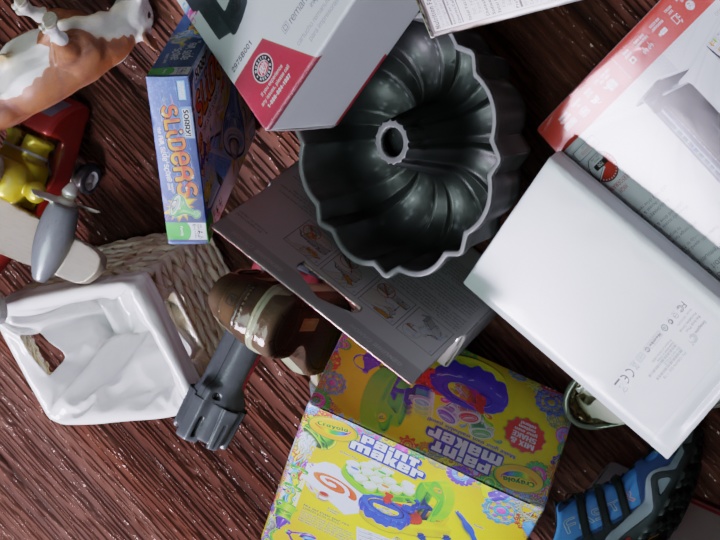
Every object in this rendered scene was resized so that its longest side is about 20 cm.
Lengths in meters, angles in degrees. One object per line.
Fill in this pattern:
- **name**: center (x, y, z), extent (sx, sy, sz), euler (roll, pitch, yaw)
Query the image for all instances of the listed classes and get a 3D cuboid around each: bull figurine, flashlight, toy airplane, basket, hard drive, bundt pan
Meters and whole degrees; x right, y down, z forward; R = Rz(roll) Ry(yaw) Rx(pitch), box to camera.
- **bull figurine**: center (-0.265, -0.181, 1.393), extent (0.199, 0.121, 0.066), euler (-33, 64, 14)
- **flashlight**: center (-0.088, 0.054, 1.411), extent (0.067, 0.068, 0.202), euler (24, 98, -17)
- **toy airplane**: center (-0.327, -0.057, 1.472), extent (0.198, 0.201, 0.141), euler (-16, 151, 6)
- **basket**: center (-0.211, 0.048, 1.517), extent (0.198, 0.123, 0.137), euler (-9, 115, 38)
- **hard drive**: center (0.184, 0.026, 1.207), extent (0.200, 0.027, 0.132), euler (41, 126, 10)
- **bundt pan**: center (0.046, -0.098, 1.251), extent (0.200, 0.075, 0.205), euler (8, 101, 40)

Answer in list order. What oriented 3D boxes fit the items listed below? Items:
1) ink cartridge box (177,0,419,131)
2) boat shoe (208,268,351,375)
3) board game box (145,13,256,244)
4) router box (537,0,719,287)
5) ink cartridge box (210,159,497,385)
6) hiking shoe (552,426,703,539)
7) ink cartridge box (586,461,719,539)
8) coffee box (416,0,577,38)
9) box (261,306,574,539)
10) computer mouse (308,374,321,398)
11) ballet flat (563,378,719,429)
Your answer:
- **ink cartridge box**: center (-0.060, -0.225, 1.223), extent (0.201, 0.082, 0.146), euler (55, 128, 22)
- **boat shoe**: center (-0.064, 0.032, 1.317), extent (0.074, 0.202, 0.075), euler (26, 86, 16)
- **board game box**: center (-0.122, -0.127, 1.301), extent (0.034, 0.201, 0.137), euler (0, 119, 8)
- **router box**: center (0.248, -0.100, 1.146), extent (0.180, 0.049, 0.200), euler (47, 133, 4)
- **ink cartridge box**: center (0.000, 0.000, 1.301), extent (0.199, 0.176, 0.045), euler (38, 132, 11)
- **hiking shoe**: center (0.190, 0.182, 1.262), extent (0.086, 0.200, 0.075), euler (27, 151, 26)
- **ink cartridge box**: center (0.236, 0.280, 1.361), extent (0.144, 0.085, 0.202), euler (22, 129, 24)
- **coffee box**: center (0.138, -0.229, 1.106), extent (0.198, 0.114, 0.080), euler (-8, 112, 40)
- **box**: center (0.046, 0.165, 1.363), extent (0.198, 0.123, 0.194), euler (24, 136, 4)
- **computer mouse**: center (0.021, 0.086, 1.428), extent (0.139, 0.046, 0.202), euler (13, 134, 20)
- **ballet flat**: center (0.239, 0.086, 1.255), extent (0.199, 0.064, 0.068), euler (-18, 106, 41)
